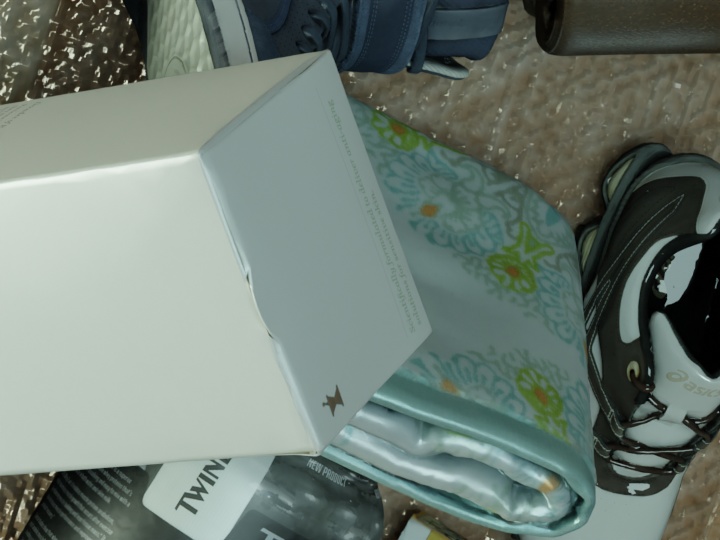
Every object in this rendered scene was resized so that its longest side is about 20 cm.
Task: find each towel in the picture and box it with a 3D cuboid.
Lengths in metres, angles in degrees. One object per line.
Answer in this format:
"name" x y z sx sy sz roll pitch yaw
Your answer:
"towel" 0.000 0.000 1.095 0.200 0.172 0.048 26 127 -18

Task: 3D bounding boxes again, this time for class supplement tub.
"supplement tub" -0.072 0.121 1.126 0.122 0.123 0.200 30 94 -18

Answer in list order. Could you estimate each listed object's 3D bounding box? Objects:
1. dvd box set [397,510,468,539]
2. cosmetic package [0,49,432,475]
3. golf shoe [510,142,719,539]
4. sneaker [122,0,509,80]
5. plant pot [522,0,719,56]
"dvd box set" 0.071 0.210 1.181 0.200 0.029 0.147 32 94 11
"cosmetic package" -0.091 0.003 0.951 0.199 0.085 0.108 -6 113 33
"golf shoe" 0.111 0.052 1.172 0.077 0.094 0.201 6 102 -16
"sneaker" -0.007 -0.083 1.064 0.146 0.203 0.077 7 130 -19
"plant pot" 0.158 -0.165 1.093 0.197 0.200 0.201 -5 104 -5
